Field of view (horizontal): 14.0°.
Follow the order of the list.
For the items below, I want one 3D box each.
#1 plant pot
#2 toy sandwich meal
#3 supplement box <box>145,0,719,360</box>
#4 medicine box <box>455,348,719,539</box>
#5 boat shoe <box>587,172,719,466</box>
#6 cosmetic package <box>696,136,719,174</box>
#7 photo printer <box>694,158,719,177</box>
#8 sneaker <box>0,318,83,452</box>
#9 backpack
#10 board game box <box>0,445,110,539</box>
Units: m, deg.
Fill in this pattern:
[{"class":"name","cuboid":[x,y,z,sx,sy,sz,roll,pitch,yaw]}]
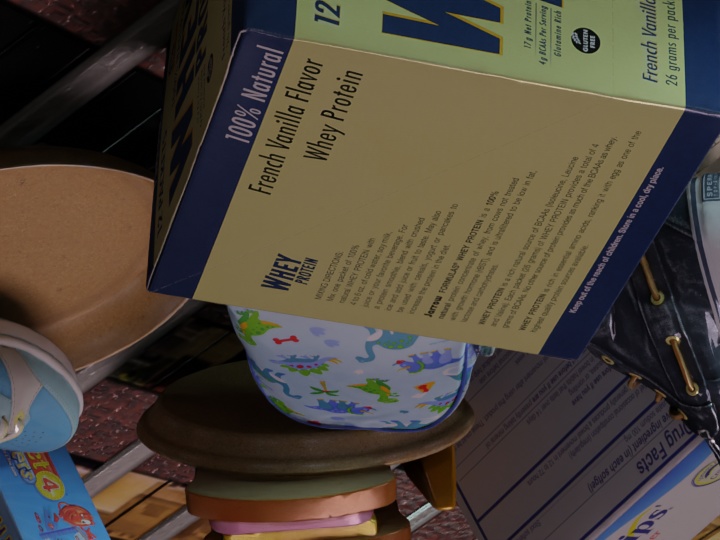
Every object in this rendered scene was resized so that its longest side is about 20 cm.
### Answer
[{"class":"plant pot","cuboid":[-0.170,-0.003,1.370,0.200,0.028,0.200,-12,151,-7]},{"class":"toy sandwich meal","cuboid":[-0.028,0.102,1.601,0.205,0.070,0.205,-2,-166,0]},{"class":"supplement box","cuboid":[0.027,-0.080,1.243,0.200,0.134,0.200,9,146,-11]},{"class":"medicine box","cuboid":[0.127,0.057,1.646,0.103,0.200,0.182,-4,147,-44]},{"class":"boat shoe","cuboid":[0.164,0.046,1.487,0.091,0.200,0.071,-9,-156,17]},{"class":"cosmetic package","cuboid":[0.160,-0.115,1.456,0.200,0.073,0.104,-36,131,20]},{"class":"photo printer","cuboid":[0.228,-0.042,1.556,0.200,0.166,0.069,3,120,7]},{"class":"sneaker","cuboid":[-0.193,0.083,1.346,0.080,0.131,0.200,-33,147,25]},{"class":"backpack","cuboid":[0.000,0.000,1.476,0.163,0.154,0.200,-1,171,2]},{"class":"board game box","cuboid":[-0.210,0.166,1.494,0.056,0.200,0.196,-2,146,-47]}]
